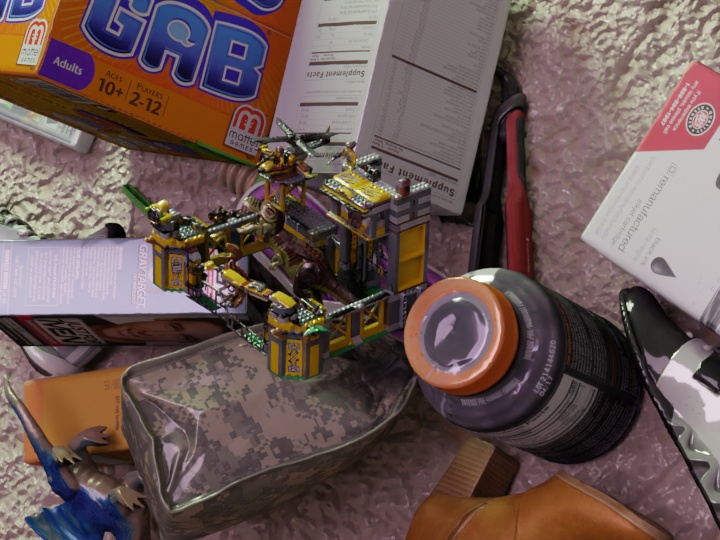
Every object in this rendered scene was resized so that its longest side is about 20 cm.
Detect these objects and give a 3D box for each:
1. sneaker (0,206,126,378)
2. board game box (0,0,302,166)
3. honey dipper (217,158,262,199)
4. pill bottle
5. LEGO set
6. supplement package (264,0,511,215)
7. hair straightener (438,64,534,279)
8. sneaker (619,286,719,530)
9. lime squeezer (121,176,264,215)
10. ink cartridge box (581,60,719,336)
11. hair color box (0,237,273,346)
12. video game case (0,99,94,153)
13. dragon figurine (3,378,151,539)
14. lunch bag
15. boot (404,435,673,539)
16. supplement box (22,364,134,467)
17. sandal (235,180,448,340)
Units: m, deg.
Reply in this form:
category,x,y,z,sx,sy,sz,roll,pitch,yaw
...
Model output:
category,x,y,z,sx,sy,sz,roll,pitch,yaw
sneaker,-0.242,-0.017,1.783,0.115,0.075,0.201,-38,71,11
board game box,-0.176,-0.209,1.678,0.199,0.199,0.202,10,82,53
honey dipper,-0.027,-0.029,1.675,0.200,0.038,0.038,37,97,29
pill bottle,0.103,0.060,1.473,0.105,0.200,0.107,-8,73,27
LEGO set,-0.046,-0.031,1.454,0.200,0.153,0.117,41,137,48
supplement package,0.022,-0.150,1.614,0.109,0.113,0.202,4,78,53
hair straightener,0.083,-0.059,1.612,0.076,0.041,0.202,-11,72,27
sneaker,0.238,0.086,1.472,0.088,0.074,0.201,-29,64,4
lime squeezer,-0.122,-0.039,1.715,0.199,0.038,0.071,-6,106,50
ink cartridge box,0.268,-0.022,1.467,0.200,0.083,0.146,36,96,33
hair color box,-0.171,0.017,1.670,0.198,0.099,0.061,-1,75,9
video game case,-0.256,-0.217,1.866,0.181,0.023,0.202,22,89,33
dragon figurine,-0.206,0.172,1.662,0.199,0.059,0.100,33,124,6
lunch bag,-0.058,0.098,1.541,0.198,0.164,0.119,-19,78,-10
boot,0.106,0.203,1.504,0.200,0.071,0.145,18,79,47
supplement box,-0.158,0.107,1.697,0.198,0.069,0.067,-10,74,30
sandal,-0.004,0.006,1.591,0.202,0.050,0.083,31,77,4
